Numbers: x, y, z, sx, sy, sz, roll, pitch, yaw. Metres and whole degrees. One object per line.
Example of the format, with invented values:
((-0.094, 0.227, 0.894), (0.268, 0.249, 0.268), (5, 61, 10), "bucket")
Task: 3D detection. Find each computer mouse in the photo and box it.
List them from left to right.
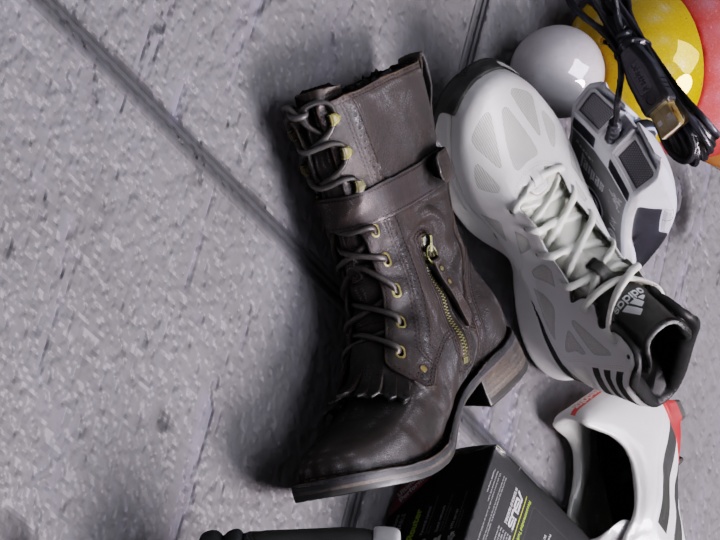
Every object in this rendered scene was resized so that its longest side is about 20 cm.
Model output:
((0.137, -0.063, 1.457), (0.110, 0.044, 0.200), (56, -17, 23), "computer mouse")

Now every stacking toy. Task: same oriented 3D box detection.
((0.159, -0.115, 1.539), (0.199, 0.146, 0.147), (-7, 92, -41), "stacking toy")

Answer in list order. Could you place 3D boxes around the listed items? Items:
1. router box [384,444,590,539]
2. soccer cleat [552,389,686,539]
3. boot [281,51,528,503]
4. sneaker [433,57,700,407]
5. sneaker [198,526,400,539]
((0.060, 0.206, 1.355), (0.150, 0.062, 0.200), (45, 48, -29), "router box")
((0.146, 0.158, 1.523), (0.085, 0.068, 0.201), (-12, 93, -48), "soccer cleat")
((0.000, 0.000, 1.325), (0.200, 0.069, 0.175), (-41, 115, -55), "boot")
((0.114, -0.015, 1.428), (0.076, 0.115, 0.201), (-40, 124, -19), "sneaker")
((-0.047, 0.196, 1.213), (0.071, 0.099, 0.201), (-76, 177, -79), "sneaker")
